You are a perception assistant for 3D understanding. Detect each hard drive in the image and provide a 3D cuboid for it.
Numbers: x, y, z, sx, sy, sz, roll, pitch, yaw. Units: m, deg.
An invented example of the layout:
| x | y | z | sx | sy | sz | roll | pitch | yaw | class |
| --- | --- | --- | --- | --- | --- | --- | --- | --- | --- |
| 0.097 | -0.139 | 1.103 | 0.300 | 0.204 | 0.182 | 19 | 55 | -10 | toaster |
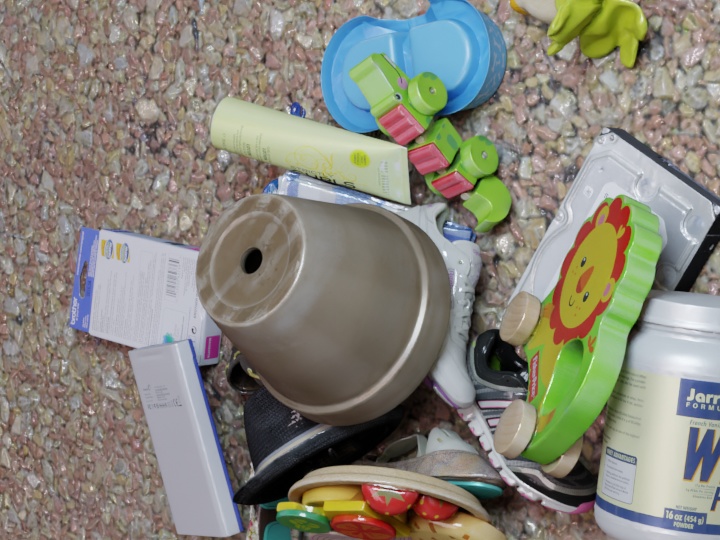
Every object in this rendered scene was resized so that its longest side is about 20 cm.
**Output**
| x | y | z | sx | sy | sz | roll | pitch | yaw | class |
| --- | --- | --- | --- | --- | --- | --- | --- | --- | --- |
| 0.226 | -0.007 | 1.568 | 0.139 | 0.038 | 0.201 | 40 | 113 | 30 | hard drive |
| -0.183 | 0.175 | 1.839 | 0.132 | 0.025 | 0.202 | -11 | 94 | 60 | hard drive |

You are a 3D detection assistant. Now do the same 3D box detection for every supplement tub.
| x | y | z | sx | sy | sz | roll | pitch | yaw | class |
| --- | --- | --- | --- | --- | --- | --- | --- | --- | --- |
| 0.274 | 0.124 | 1.464 | 0.144 | 0.144 | 0.203 | 9 | 96 | 37 | supplement tub |

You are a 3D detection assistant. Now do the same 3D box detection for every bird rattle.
| x | y | z | sx | sy | sz | roll | pitch | yaw | class |
| --- | --- | --- | --- | --- | --- | --- | --- | --- | --- |
| 0.196 | -0.285 | 1.554 | 0.162 | 0.112 | 0.202 | 18 | 98 | 52 | bird rattle |

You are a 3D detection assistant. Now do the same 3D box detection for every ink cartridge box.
| x | y | z | sx | sy | sz | roll | pitch | yaw | class |
| --- | --- | --- | --- | --- | --- | --- | --- | --- | --- |
| -0.230 | 0.024 | 1.915 | 0.198 | 0.042 | 0.121 | 12 | 99 | 34 | ink cartridge box |

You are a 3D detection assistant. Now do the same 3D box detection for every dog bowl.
| x | y | z | sx | sy | sz | roll | pitch | yaw | class |
| --- | --- | --- | --- | --- | --- | --- | --- | --- | --- |
| 0.053 | -0.195 | 1.691 | 0.198 | 0.049 | 0.113 | -9 | 85 | 36 | dog bowl |

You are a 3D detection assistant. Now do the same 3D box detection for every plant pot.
| x | y | z | sx | sy | sz | roll | pitch | yaw | class |
| --- | --- | --- | --- | --- | --- | --- | --- | --- | --- |
| -0.049 | 0.017 | 1.534 | 0.198 | 0.173 | 0.202 | -13 | 65 | 31 | plant pot |

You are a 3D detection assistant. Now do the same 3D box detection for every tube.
| x | y | z | sx | sy | sz | roll | pitch | yaw | class |
| --- | --- | --- | --- | --- | --- | --- | --- | --- | --- |
| -0.045 | -0.115 | 1.662 | 0.198 | 0.058 | 0.052 | 17 | 96 | 17 | tube |

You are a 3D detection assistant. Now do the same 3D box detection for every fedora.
| x | y | z | sx | sy | sz | roll | pitch | yaw | class |
| --- | --- | --- | --- | --- | --- | --- | --- | --- | --- |
| -0.055 | 0.146 | 1.685 | 0.200 | 0.200 | 0.092 | -37 | 74 | 31 | fedora |

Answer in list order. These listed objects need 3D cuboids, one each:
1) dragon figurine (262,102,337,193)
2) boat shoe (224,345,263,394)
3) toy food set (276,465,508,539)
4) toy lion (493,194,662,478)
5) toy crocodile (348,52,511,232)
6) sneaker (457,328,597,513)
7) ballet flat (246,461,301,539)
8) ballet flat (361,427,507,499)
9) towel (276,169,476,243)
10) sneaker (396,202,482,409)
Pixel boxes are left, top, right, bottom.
| x | y | z | sx | sy | sz | roll | pitch | yaw | class |
| --- | --- | --- | --- | --- | --- | --- | --- | --- | --- |
| -0.060 | -0.062 | 1.746 | 0.058 | 0.099 | 0.203 | -1 | 90 | 37 | dragon figurine |
| -0.085 | 0.086 | 1.735 | 0.201 | 0.071 | 0.061 | 153 | 138 | -71 | boat shoe |
| 0.026 | 0.230 | 1.633 | 0.196 | 0.200 | 0.049 | -7 | 63 | 34 | toy food set |
| 0.187 | 0.042 | 1.465 | 0.192 | 0.068 | 0.201 | -53 | 20 | 42 | toy lion |
| 0.064 | -0.118 | 1.628 | 0.067 | 0.062 | 0.200 | -23 | 116 | 44 | toy crocodile |
| 0.152 | 0.130 | 1.601 | 0.200 | 0.073 | 0.088 | 51 | 124 | 31 | sneaker |
| -0.092 | 0.241 | 1.795 | 0.064 | 0.075 | 0.203 | 11 | 94 | 56 | ballet flat |
| 0.062 | 0.184 | 1.663 | 0.199 | 0.068 | 0.068 | -16 | 59 | 47 | ballet flat |
| 0.000 | 0.000 | 1.694 | 0.198 | 0.024 | 0.148 | 17 | 104 | 7 | towel |
| 0.074 | 0.027 | 1.609 | 0.099 | 0.075 | 0.202 | -23 | 69 | 5 | sneaker |
